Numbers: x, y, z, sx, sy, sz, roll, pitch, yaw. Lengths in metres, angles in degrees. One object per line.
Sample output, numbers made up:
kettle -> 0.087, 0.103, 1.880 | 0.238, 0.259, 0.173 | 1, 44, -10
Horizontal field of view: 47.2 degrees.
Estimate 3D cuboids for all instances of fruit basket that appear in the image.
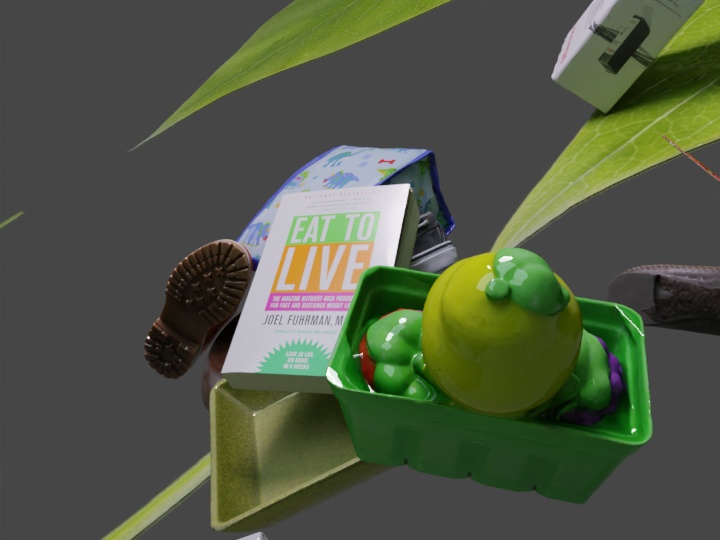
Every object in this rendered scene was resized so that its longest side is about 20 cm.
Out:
fruit basket -> 0.084, 0.045, 0.526 | 0.215, 0.216, 0.156 | -15, 30, 24

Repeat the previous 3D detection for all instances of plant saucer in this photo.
plant saucer -> -0.031, 0.127, 0.709 | 0.200, 0.048, 0.200 | -26, 27, 3
plant saucer -> -0.088, 0.073, 0.869 | 0.200, 0.037, 0.200 | -22, 29, 13

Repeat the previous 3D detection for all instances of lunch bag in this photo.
lunch bag -> -0.024, -0.049, 0.920 | 0.200, 0.128, 0.170 | -34, 26, -31

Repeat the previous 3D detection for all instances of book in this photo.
book -> -0.030, 0.015, 0.725 | 0.134, 0.048, 0.200 | 0, 52, 18

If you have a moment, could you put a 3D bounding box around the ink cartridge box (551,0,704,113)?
ink cartridge box -> 0.327, -0.308, 0.981 | 0.200, 0.084, 0.144 | -53, 6, 43

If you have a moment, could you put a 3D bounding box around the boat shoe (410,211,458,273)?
boat shoe -> 0.000, 0.000, 0.803 | 0.200, 0.071, 0.072 | -23, -8, -27

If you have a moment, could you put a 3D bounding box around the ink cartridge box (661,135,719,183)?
ink cartridge box -> 0.302, -0.025, 0.511 | 0.050, 0.200, 0.162 | -52, 21, 20

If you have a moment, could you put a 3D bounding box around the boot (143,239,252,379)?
boot -> -0.163, 0.025, 0.909 | 0.200, 0.075, 0.107 | -51, -2, 37

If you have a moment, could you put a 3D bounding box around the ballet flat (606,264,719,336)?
ballet flat -> 0.275, 0.026, 0.600 | 0.046, 0.067, 0.200 | -7, 8, -38

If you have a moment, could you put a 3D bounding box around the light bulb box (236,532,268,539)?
light bulb box -> -0.121, 0.281, 0.446 | 0.200, 0.125, 0.198 | -22, 29, 14
